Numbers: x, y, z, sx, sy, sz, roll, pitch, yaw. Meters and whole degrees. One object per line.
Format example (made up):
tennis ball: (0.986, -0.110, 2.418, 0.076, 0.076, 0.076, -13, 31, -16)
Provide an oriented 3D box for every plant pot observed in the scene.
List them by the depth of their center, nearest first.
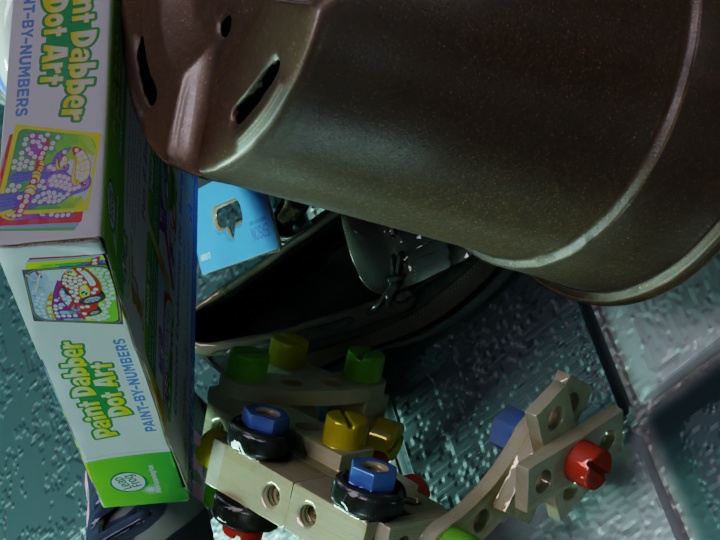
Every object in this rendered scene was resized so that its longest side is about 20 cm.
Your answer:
plant pot: (0.028, -0.096, 0.771, 0.200, 0.197, 0.202, -16, 70, 55)

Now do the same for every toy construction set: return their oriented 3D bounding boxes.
toy construction set: (0.009, 0.082, 0.866, 0.199, 0.131, 0.093, 5, 97, 42)

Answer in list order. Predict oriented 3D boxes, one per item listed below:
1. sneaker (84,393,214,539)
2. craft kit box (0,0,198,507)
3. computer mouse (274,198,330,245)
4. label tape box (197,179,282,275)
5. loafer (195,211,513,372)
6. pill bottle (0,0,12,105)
sneaker: (-0.106, 0.096, 0.928, 0.070, 0.082, 0.200, -28, 14, 7)
craft kit box: (-0.102, -0.037, 0.844, 0.048, 0.198, 0.201, -3, 55, 1)
computer mouse: (0.008, -0.098, 0.961, 0.059, 0.034, 0.201, 40, 105, 45)
label tape box: (-0.058, -0.108, 0.989, 0.144, 0.063, 0.201, 166, 87, -71)
loafer: (0.000, 0.000, 0.940, 0.200, 0.063, 0.072, -35, 53, 32)
pill bottle: (-0.202, -0.155, 1.172, 0.199, 0.113, 0.115, 24, 92, 48)
